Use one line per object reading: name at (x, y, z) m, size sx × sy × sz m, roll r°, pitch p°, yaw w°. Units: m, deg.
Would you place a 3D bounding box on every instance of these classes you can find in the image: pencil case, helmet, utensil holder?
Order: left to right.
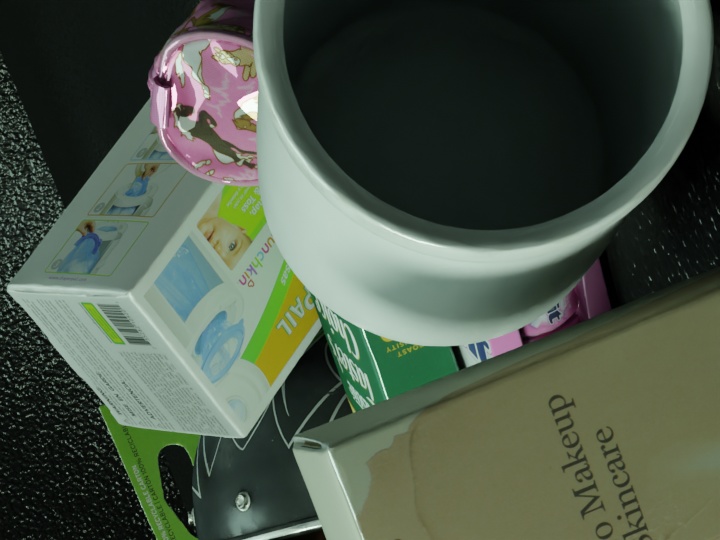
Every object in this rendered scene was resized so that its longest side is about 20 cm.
pencil case at (-0.031, -0.119, 1.370) m, size 0.083 × 0.086 × 0.200 m, roll 55°, pitch -147°, yaw -20°
helmet at (0.004, 0.119, 1.627) m, size 0.191 × 0.199 × 0.200 m, roll 58°, pitch 173°, yaw -19°
utensil holder at (0.039, -0.067, 1.177) m, size 0.200 × 0.169 × 0.171 m, roll 107°, pitch 140°, yaw -77°

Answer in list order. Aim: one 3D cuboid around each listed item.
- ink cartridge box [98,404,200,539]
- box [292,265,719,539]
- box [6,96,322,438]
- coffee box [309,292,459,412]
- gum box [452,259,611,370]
ink cartridge box at (-0.038, 0.098, 1.779) m, size 0.076 × 0.199 × 0.149 m, roll 105°, pitch 141°, yaw -72°
box at (0.084, 0.071, 1.128) m, size 0.078 × 0.199 × 0.096 m, roll 172°, pitch 76°, yaw -79°
box at (-0.069, -0.026, 1.541) m, size 0.101 × 0.200 × 0.113 m, roll 3°, pitch 140°, yaw 46°
coffee box at (0.000, 0.000, 1.454) m, size 0.123 × 0.044 × 0.201 m, roll -134°, pitch 23°, yaw -67°
gum box at (0.057, -0.015, 1.443) m, size 0.200 × 0.066 × 0.114 m, roll -128°, pitch 18°, yaw -56°
